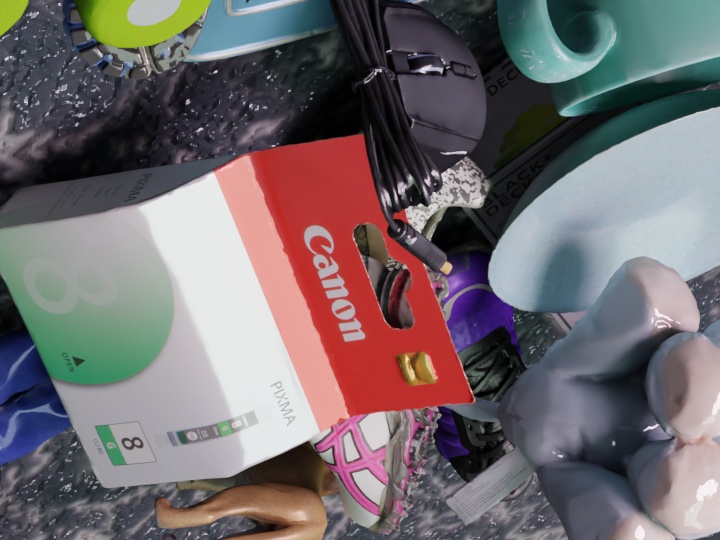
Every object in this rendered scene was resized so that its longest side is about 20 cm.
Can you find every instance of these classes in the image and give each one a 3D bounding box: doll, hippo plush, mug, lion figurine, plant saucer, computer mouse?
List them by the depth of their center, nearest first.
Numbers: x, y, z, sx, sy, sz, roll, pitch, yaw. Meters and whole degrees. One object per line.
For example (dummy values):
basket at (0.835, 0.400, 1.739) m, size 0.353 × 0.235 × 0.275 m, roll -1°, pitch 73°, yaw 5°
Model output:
computer mouse at (0.035, -0.064, 1.227) m, size 0.046 × 0.141 × 0.200 m, roll -15°, pitch 165°, yaw 9°
mug at (0.149, -0.150, 1.274) m, size 0.151 × 0.115 × 0.185 m, roll -15°, pitch 177°, yaw 14°
doll at (-0.143, 0.036, 1.370) m, size 0.199 × 0.049 × 0.137 m, roll -31°, pitch 130°, yaw -5°
plant saucer at (0.154, -0.045, 1.391) m, size 0.200 × 0.039 × 0.201 m, roll -18°, pitch 154°, yaw -9°
hippo plush at (0.169, 0.096, 1.445) m, size 0.160 × 0.160 × 0.200 m, roll 9°, pitch 147°, yaw -44°
lion figurine at (-0.047, 0.121, 1.473) m, size 0.122 × 0.200 × 0.073 m, roll 3°, pitch 120°, yaw 2°

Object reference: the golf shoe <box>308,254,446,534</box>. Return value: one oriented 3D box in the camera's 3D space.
golf shoe at (-0.005, 0.060, 1.381) m, size 0.092 × 0.073 × 0.201 m, roll 13°, pitch 139°, yaw 12°

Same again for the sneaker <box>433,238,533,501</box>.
sneaker at (0.076, 0.067, 1.545) m, size 0.069 × 0.100 × 0.201 m, roll -27°, pitch 147°, yaw -11°

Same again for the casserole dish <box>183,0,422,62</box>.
casserole dish at (-0.026, -0.154, 1.234) m, size 0.199 × 0.039 × 0.122 m, roll -16°, pitch 143°, yaw -22°

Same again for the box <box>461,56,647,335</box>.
box at (0.119, -0.048, 1.470) m, size 0.116 × 0.060 × 0.200 m, roll -35°, pitch 147°, yaw 4°

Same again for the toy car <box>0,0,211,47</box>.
toy car at (-0.171, -0.120, 1.058) m, size 0.157 × 0.165 × 0.200 m, roll -6°, pitch 149°, yaw -34°

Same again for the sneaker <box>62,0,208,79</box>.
sneaker at (-0.082, -0.186, 1.122) m, size 0.077 × 0.085 × 0.201 m, roll 21°, pitch 102°, yaw -23°

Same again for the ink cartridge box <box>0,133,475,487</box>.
ink cartridge box at (-0.063, 0.024, 1.281) m, size 0.199 × 0.050 × 0.162 m, roll -6°, pitch 122°, yaw 26°

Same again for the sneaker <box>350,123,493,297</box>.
sneaker at (0.000, 0.000, 1.387) m, size 0.200 × 0.088 × 0.077 m, roll -55°, pitch 175°, yaw 32°
